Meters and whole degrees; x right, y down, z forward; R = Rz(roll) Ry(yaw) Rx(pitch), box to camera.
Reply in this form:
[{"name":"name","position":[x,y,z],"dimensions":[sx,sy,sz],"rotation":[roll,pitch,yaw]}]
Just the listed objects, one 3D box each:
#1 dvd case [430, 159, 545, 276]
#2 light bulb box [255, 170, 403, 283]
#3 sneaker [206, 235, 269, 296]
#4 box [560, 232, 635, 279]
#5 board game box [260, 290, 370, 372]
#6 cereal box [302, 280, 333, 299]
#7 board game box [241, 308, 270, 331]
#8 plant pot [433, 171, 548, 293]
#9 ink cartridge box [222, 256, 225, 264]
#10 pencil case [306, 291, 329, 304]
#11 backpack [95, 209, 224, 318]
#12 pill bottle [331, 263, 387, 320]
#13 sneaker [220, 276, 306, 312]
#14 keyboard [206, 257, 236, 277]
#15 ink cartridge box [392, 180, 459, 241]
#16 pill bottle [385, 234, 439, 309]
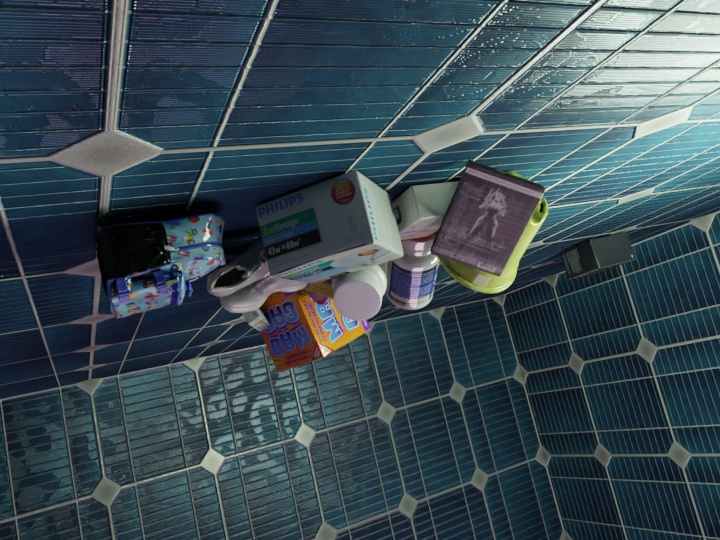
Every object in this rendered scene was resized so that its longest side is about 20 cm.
[{"name":"dvd case","position":[0.230,-0.092,1.159],"dimensions":[0.146,0.016,0.202],"rotation":[18,125,-3]},{"name":"light bulb box","position":[-0.048,-0.067,1.105],"dimensions":[0.195,0.127,0.200],"rotation":[-17,171,17]},{"name":"sneaker","position":[-0.199,-0.012,1.180],"dimensions":[0.199,0.076,0.088],"rotation":[-36,-174,-8]},{"name":"box","position":[0.964,-0.060,2.557],"dimensions":[0.197,0.126,0.198],"rotation":[-12,171,-22]},{"name":"board game box","position":[-0.134,0.121,1.669],"dimensions":[0.198,0.203,0.199],"rotation":[-24,-179,43]},{"name":"cereal box","position":[-0.035,0.011,1.435],"dimensions":[0.142,0.040,0.200],"rotation":[16,-156,19]},{"name":"board game box","position":[-0.280,0.077,1.532],"dimensions":[0.034,0.135,0.200],"rotation":[-34,172,-7]},{"name":"plant pot","position":[0.274,-0.090,1.265],"dimensions":[0.197,0.203,0.185],"rotation":[-8,149,-31]},{"name":"ink cartridge box","position":[-0.344,-0.023,1.216],"dimensions":[0.158,0.051,0.200],"rotation":[-12,-172,-12]},{"name":"pencil case","position":[-0.057,0.017,1.567],"dimensions":[0.087,0.089,0.199],"rotation":[-21,-178,36]},{"name":"backpack","position":[-0.307,-0.017,0.997],"dimensions":[0.197,0.137,0.182],"rotation":[-12,171,-26]},{"name":"pill bottle","position":[0.000,0.000,1.284],"dimensions":[0.112,0.115,0.201],"rotation":[-16,-148,15]},{"name":"sneaker","position":[-0.193,0.015,1.277],"dimensions":[0.198,0.076,0.089],"rotation":[-23,152,-29]},{"name":"keyboard","position":[-0.246,0.005,1.344],"dimensions":[0.125,0.021,0.199],"rotation":[-17,167,28]},{"name":"ink cartridge box","position":[0.112,-0.109,1.264],"dimensions":[0.114,0.069,0.200],"rotation":[-9,169,-25]},{"name":"pill bottle","position":[0.119,-0.020,1.425],"dimensions":[0.117,0.121,0.202],"rotation":[-11,137,-15]}]
